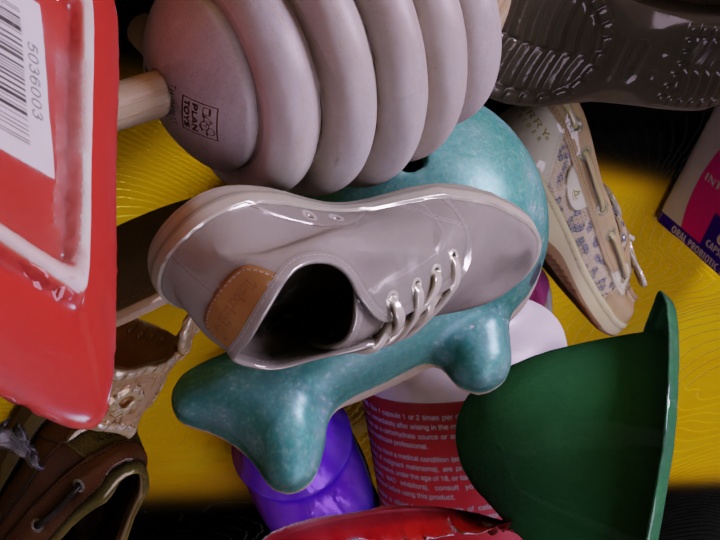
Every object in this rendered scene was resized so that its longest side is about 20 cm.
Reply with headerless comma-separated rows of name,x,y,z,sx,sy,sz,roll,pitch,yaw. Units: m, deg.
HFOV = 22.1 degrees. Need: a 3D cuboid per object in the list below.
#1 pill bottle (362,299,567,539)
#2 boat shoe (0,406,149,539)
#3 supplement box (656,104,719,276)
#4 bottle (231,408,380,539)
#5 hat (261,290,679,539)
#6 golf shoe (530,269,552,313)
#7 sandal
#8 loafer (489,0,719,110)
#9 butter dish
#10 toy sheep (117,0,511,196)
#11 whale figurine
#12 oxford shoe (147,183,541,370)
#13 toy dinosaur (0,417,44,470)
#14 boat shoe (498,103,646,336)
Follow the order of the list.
pill bottle,0.059,0.084,0.972,0.112,0.112,0.201,-20,110,-32
boat shoe,-0.160,0.147,0.904,0.072,0.068,0.201,-10,136,-42
supplement box,0.277,-0.084,1.086,0.103,0.101,0.201,-8,132,-41
bottle,-0.026,0.116,1.000,0.065,0.084,0.200,-26,144,-4
hat,0.052,0.080,0.871,0.200,0.175,0.167,83,15,-77
golf shoe,0.071,0.067,1.080,0.092,0.075,0.201,-47,157,-56
sandal,-0.117,0.041,0.750,0.211,0.078,0.070,-25,117,0
loafer,0.102,-0.122,0.892,0.199,0.068,0.076,10,123,-33
butter dish,-0.181,-0.047,0.589,0.147,0.201,0.199,-24,142,25
toy sheep,-0.022,-0.092,0.727,0.199,0.138,0.138,-26,143,-25
whale figurine,0.000,0.000,0.828,0.200,0.159,0.104,-48,163,-21
oxford shoe,0.005,0.006,0.718,0.199,0.058,0.075,0,131,-48
toy dinosaur,-0.197,0.076,0.811,0.088,0.048,0.200,-30,142,-8
boat shoe,0.120,-0.028,1.006,0.063,0.073,0.200,-40,146,0
